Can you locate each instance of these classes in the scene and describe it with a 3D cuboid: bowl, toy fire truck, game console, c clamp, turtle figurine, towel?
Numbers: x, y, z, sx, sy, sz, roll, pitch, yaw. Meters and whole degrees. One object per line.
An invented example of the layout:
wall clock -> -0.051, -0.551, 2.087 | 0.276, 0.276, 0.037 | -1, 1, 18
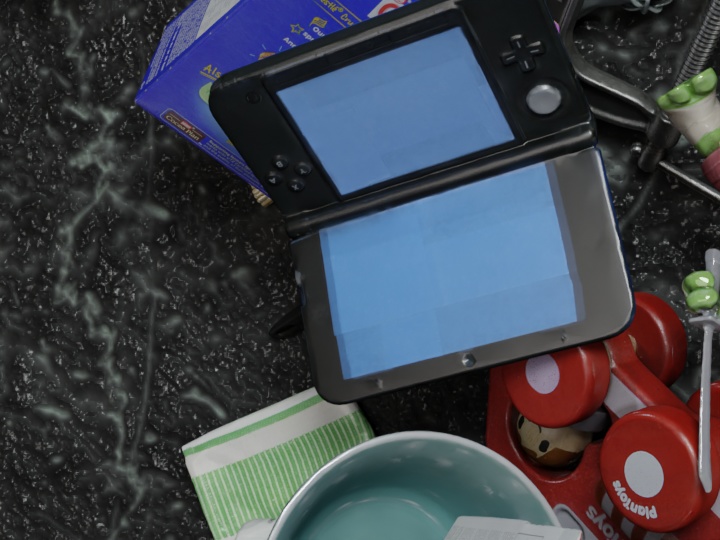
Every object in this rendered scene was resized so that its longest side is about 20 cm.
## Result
bowl -> 0.023, 0.200, 0.750 | 0.198, 0.105, 0.204 | 2, 83, -14
toy fire truck -> 0.146, 0.116, 0.743 | 0.200, 0.111, 0.169 | 45, 125, 31
game console -> 0.031, -0.038, 0.676 | 0.198, 0.171, 0.119 | -16, 44, 20
c clamp -> 0.179, -0.142, 0.719 | 0.169, 0.027, 0.202 | 26, 138, 18
turtle figurine -> 0.238, -0.025, 0.639 | 0.143, 0.199, 0.196 | -27, 91, 49
towel -> -0.034, 0.191, 0.863 | 0.151, 0.023, 0.202 | -25, 80, 20

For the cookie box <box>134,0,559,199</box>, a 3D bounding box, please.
cookie box -> -0.008, -0.124, 0.744 | 0.199, 0.170, 0.076 | -29, 38, 41

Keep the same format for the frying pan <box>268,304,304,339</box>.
frying pan -> 0.017, 0.002, 0.829 | 0.113, 0.190, 0.031 | 9, 60, -17

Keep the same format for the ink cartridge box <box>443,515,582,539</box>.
ink cartridge box -> 0.049, 0.200, 0.599 | 0.050, 0.200, 0.163 | 36, 76, -6

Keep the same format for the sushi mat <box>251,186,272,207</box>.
sushi mat -> -0.012, -0.137, 0.863 | 0.199, 0.012, 0.097 | -32, 77, 20

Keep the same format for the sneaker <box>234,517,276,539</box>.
sneaker -> -0.027, 0.261, 0.816 | 0.080, 0.075, 0.203 | -13, 86, 11

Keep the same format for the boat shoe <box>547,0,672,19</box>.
boat shoe -> 0.174, -0.198, 0.754 | 0.200, 0.070, 0.072 | -42, 78, 19
